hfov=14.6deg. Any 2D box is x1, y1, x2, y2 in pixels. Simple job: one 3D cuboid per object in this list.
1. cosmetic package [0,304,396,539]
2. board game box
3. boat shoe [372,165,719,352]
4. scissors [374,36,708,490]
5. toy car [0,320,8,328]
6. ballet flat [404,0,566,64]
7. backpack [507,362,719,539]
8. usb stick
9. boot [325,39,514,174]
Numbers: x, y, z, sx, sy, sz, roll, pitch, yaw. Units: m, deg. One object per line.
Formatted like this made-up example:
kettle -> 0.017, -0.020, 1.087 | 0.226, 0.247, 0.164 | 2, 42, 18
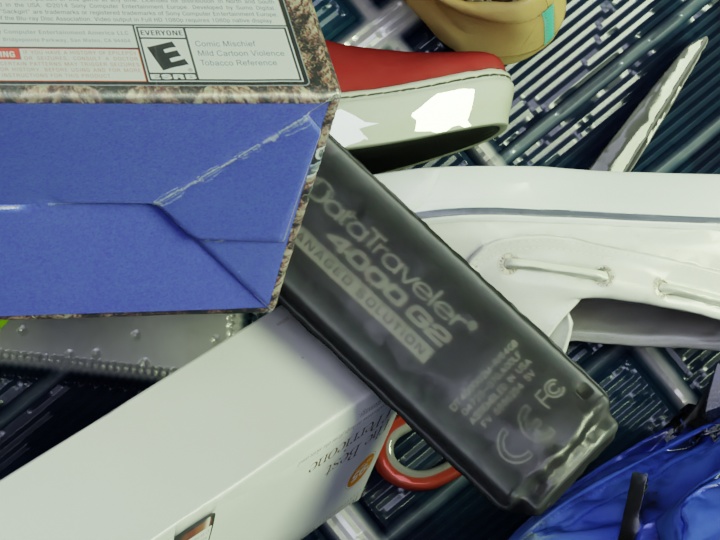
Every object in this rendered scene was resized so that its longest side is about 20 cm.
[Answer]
cosmetic package -> -0.069, 0.083, 0.926 | 0.051, 0.083, 0.200 | 43, 49, 17
board game box -> -0.112, -0.090, 0.877 | 0.158, 0.097, 0.201 | 0, 48, -19
boat shoe -> 0.060, 0.005, 0.994 | 0.199, 0.072, 0.066 | 1, 73, -11
scissors -> 0.073, -0.001, 1.036 | 0.200, 0.014, 0.073 | -39, 83, -11
toy car -> -0.244, 0.011, 0.963 | 0.164, 0.158, 0.200 | 45, 106, 20
ballet flat -> -0.002, -0.155, 1.030 | 0.200, 0.063, 0.069 | 38, 80, 3
backpack -> 0.137, 0.114, 0.944 | 0.199, 0.168, 0.163 | -26, 76, -5
usb stick -> 0.000, 0.000, 0.939 | 0.200, 0.033, 0.055 | 43, 75, 13
boot -> -0.047, -0.102, 1.016 | 0.199, 0.072, 0.145 | -4, 79, -2
